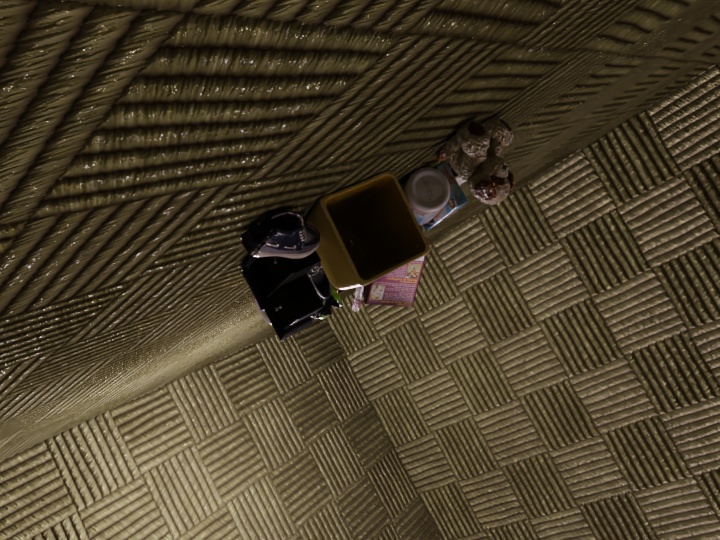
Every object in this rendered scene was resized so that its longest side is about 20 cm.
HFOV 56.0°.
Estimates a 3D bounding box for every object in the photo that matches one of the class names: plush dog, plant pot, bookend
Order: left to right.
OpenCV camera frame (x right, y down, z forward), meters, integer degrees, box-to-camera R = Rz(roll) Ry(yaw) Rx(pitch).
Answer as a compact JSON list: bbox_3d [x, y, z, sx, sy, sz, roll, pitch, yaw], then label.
[{"bbox_3d":[-0.151,0.024,1.477,0.092,0.201,0.199,-26,175,-33],"label":"bookend"},{"bbox_3d":[-0.010,-0.068,1.468,0.195,0.195,0.200,-26,179,-31],"label":"plant pot"},{"bbox_3d":[0.260,-0.221,1.470,0.160,0.173,0.200,-32,175,36],"label":"plush dog"}]

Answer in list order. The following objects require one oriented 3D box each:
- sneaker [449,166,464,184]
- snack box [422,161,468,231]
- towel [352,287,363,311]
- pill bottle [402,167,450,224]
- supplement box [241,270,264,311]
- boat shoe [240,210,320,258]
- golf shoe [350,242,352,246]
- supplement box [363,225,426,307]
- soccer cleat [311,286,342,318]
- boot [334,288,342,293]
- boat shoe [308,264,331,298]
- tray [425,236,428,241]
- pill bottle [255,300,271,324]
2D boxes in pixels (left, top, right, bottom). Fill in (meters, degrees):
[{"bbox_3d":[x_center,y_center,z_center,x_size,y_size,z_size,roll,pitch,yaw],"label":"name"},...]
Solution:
[{"bbox_3d":[0.233,-0.241,1.817,0.088,0.076,0.200,-8,156,-40],"label":"sneaker"},{"bbox_3d":[0.197,-0.189,1.770,0.037,0.117,0.200,-26,174,-24],"label":"snack box"},{"bbox_3d":[0.000,0.000,1.730,0.023,0.145,0.200,7,150,-2],"label":"towel"},{"bbox_3d":[0.149,-0.175,1.681,0.108,0.109,0.200,-28,175,-11],"label":"pill bottle"},{"bbox_3d":[-0.200,0.024,1.707,0.109,0.109,0.200,-29,175,9],"label":"supplement box"},{"bbox_3d":[-0.127,-0.072,1.308,0.092,0.075,0.199,-32,168,36],"label":"boat shoe"},{"bbox_3d":[-0.012,-0.037,1.888,0.072,0.092,0.201,25,97,-36],"label":"golf shoe"},{"bbox_3d":[0.085,-0.012,1.743,0.130,0.104,0.201,4,130,-11],"label":"supplement box"},{"bbox_3d":[-0.123,0.096,1.776,0.199,0.082,0.067,-26,175,-44],"label":"soccer cleat"},{"bbox_3d":[-0.084,-0.012,1.738,0.073,0.156,0.200,-27,175,-19],"label":"boot"},{"bbox_3d":[-0.107,-0.012,1.624,0.075,0.062,0.201,-30,139,-25],"label":"boat shoe"},{"bbox_3d":[0.071,-0.085,1.776,0.199,0.037,0.099,26,129,-26],"label":"tray"},{"bbox_3d":[-0.218,0.077,2.116,0.199,0.115,0.114,-26,174,-27],"label":"pill bottle"}]
